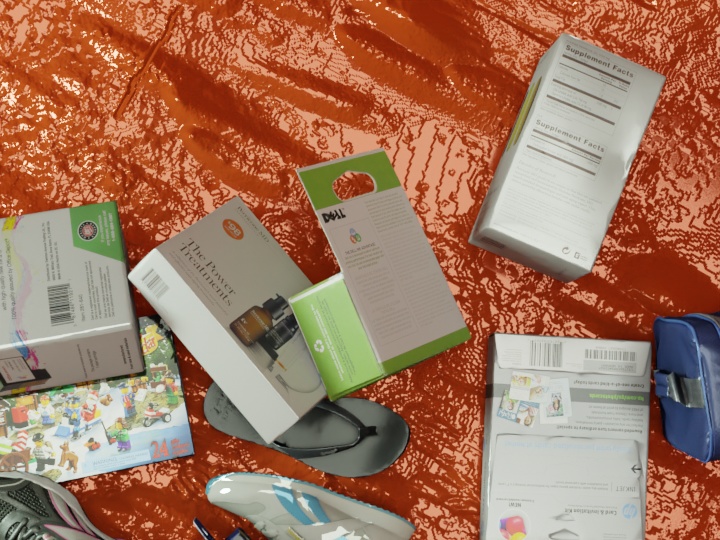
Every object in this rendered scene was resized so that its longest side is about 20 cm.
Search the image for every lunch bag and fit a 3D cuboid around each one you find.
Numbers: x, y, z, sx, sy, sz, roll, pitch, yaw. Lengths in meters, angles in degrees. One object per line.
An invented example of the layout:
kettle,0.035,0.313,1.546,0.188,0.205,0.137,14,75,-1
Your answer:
lunch bag,0.338,0.105,1.666,0.131,0.200,0.137,-8,90,-3

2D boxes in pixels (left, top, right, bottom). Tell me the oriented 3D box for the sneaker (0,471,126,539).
sneaker,-0.271,0.255,1.639,0.199,0.086,0.081,29,104,-7

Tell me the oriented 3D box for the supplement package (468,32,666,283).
supplement package,0.194,-0.104,1.720,0.109,0.114,0.201,22,82,-3

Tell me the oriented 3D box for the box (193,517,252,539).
box,-0.079,0.296,1.652,0.032,0.121,0.200,-40,89,-6

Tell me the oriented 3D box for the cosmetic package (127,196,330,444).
cosmetic package,-0.099,0.042,1.667,0.200,0.151,0.052,49,122,1

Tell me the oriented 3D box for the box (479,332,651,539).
box,0.196,0.164,1.728,0.155,0.041,0.201,3,83,-4

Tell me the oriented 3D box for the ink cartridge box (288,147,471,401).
ink cartridge box,0.000,0.000,1.674,0.076,0.148,0.201,-27,85,38

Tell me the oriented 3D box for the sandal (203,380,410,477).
sandal,-0.051,0.149,1.708,0.199,0.043,0.077,11,83,-3

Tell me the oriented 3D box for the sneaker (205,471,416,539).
sneaker,-0.052,0.241,1.682,0.199,0.077,0.081,19,78,-2

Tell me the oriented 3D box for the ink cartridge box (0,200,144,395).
ink cartridge box,-0.308,0.030,1.654,0.199,0.084,0.145,-9,56,-5

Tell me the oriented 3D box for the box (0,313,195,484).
box,-0.264,0.126,1.696,0.199,0.038,0.137,-11,85,-6
